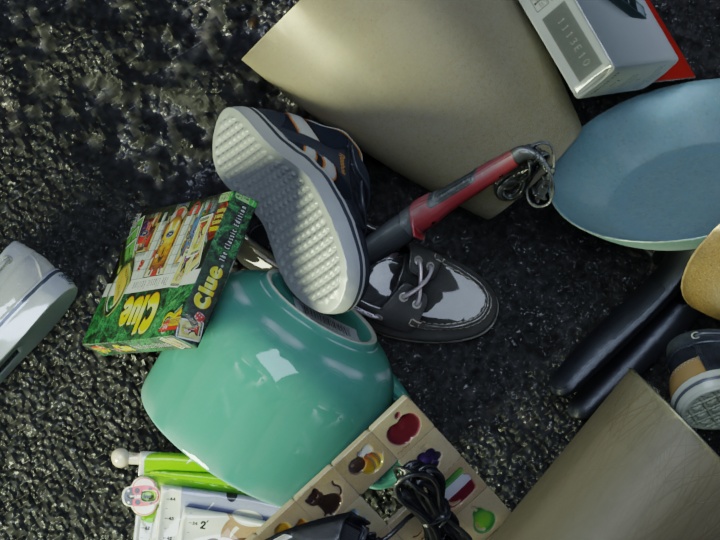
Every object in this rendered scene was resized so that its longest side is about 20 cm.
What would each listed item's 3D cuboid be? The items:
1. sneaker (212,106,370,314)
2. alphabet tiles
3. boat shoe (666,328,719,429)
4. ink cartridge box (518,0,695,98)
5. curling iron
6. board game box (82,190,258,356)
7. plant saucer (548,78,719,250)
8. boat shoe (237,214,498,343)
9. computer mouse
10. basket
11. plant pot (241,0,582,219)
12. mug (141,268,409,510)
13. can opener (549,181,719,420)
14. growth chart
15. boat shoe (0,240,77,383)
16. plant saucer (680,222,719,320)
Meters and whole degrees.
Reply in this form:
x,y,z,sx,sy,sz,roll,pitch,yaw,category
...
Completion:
x,y,z,sx,sy,sz,roll,pitch,yaw,category
-0.025,-0.046,1.696,0.079,0.079,0.200,1,37,-31,sneaker
0.002,0.199,1.687,0.200,0.167,0.008,-42,34,-1,alphabet tiles
0.291,0.070,1.714,0.199,0.075,0.063,2,49,-26,boat shoe
0.157,-0.218,1.765,0.043,0.173,0.201,-38,75,35,ink cartridge box
0.047,-0.029,1.716,0.199,0.026,0.050,-28,121,16,curling iron
-0.131,0.004,1.707,0.023,0.200,0.105,24,77,-20,board game box
0.229,-0.064,1.747,0.200,0.039,0.202,-13,33,8,plant saucer
0.000,0.000,1.770,0.199,0.057,0.067,19,78,6,boat shoe
-0.022,0.197,1.650,0.199,0.141,0.046,-35,54,0,computer mouse
0.161,0.191,1.679,0.200,0.180,0.136,-44,44,1,basket
0.052,-0.138,1.753,0.187,0.187,0.200,-44,94,-8,plant pot
-0.046,0.071,1.703,0.152,0.185,0.115,39,106,26,mug
0.208,0.024,1.766,0.063,0.079,0.200,42,83,-29,can opener
-0.097,0.219,1.742,0.144,0.018,0.202,-3,77,0,growth chart
-0.294,0.056,1.757,0.086,0.075,0.202,41,79,10,boat shoe
0.310,-0.014,1.690,0.199,0.200,0.036,-22,64,-4,plant saucer
